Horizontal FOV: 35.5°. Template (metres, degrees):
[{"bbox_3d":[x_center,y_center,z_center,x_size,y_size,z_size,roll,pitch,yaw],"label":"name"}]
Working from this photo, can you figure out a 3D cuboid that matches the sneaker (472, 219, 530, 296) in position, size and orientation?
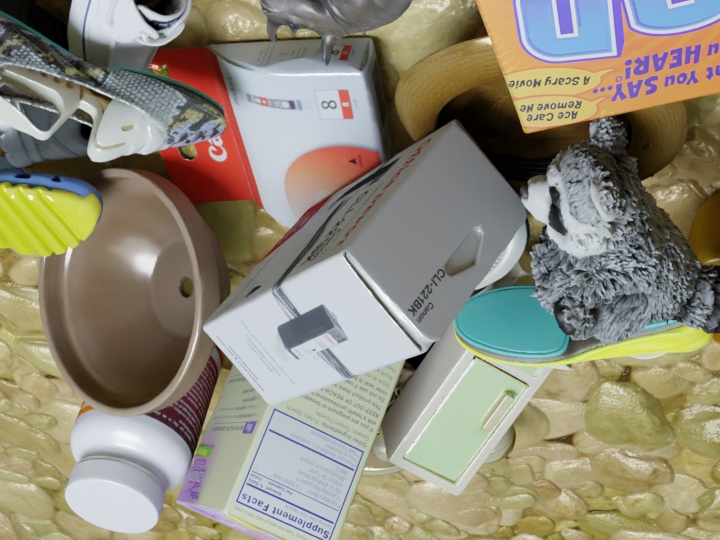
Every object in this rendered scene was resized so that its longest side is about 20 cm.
[{"bbox_3d":[0.087,-0.020,0.868,0.083,0.076,0.200,-14,174,-26],"label":"sneaker"}]

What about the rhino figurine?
[{"bbox_3d":[0.003,-0.196,0.731,0.087,0.061,0.199,28,141,-32],"label":"rhino figurine"}]

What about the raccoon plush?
[{"bbox_3d":[0.195,-0.032,0.720,0.197,0.098,0.135,-4,143,-14],"label":"raccoon plush"}]

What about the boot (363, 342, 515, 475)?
[{"bbox_3d":[0.038,0.122,1.059,0.197,0.074,0.157,-4,136,16],"label":"boot"}]

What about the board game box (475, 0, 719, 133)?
[{"bbox_3d":[0.153,-0.226,0.555,0.197,0.202,0.201,-9,134,23],"label":"board game box"}]

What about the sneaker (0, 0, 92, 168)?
[{"bbox_3d":[-0.238,-0.161,0.835,0.089,0.077,0.201,-2,144,3],"label":"sneaker"}]

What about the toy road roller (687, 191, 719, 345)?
[{"bbox_3d":[0.325,-0.011,0.809,0.145,0.124,0.200,33,137,-5],"label":"toy road roller"}]

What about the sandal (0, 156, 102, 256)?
[{"bbox_3d":[-0.302,-0.063,0.931,0.197,0.088,0.080,2,137,15],"label":"sandal"}]

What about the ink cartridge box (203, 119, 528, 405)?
[{"bbox_3d":[0.000,0.000,0.773,0.084,0.145,0.199,49,145,-12],"label":"ink cartridge box"}]

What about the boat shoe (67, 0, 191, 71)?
[{"bbox_3d":[-0.148,-0.185,0.759,0.065,0.073,0.201,46,143,19],"label":"boat shoe"}]

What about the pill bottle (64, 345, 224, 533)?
[{"bbox_3d":[-0.198,0.129,1.032,0.111,0.202,0.114,7,138,6],"label":"pill bottle"}]

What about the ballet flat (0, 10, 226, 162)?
[{"bbox_3d":[-0.191,-0.113,0.770,0.198,0.073,0.072,21,138,-17],"label":"ballet flat"}]

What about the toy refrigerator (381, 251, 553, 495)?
[{"bbox_3d":[0.102,0.085,0.942,0.075,0.070,0.201,28,108,-17],"label":"toy refrigerator"}]

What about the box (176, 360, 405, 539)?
[{"bbox_3d":[-0.057,0.123,0.948,0.096,0.202,0.176,27,163,-16],"label":"box"}]

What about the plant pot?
[{"bbox_3d":[-0.176,0.017,0.953,0.199,0.204,0.092,-23,167,34],"label":"plant pot"}]

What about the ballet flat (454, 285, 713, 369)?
[{"bbox_3d":[0.169,0.046,0.846,0.197,0.068,0.067,-8,147,27],"label":"ballet flat"}]

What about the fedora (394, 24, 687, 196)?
[{"bbox_3d":[0.120,-0.122,0.749,0.197,0.083,0.201,12,156,5],"label":"fedora"}]

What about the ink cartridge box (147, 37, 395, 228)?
[{"bbox_3d":[-0.074,-0.098,0.868,0.196,0.051,0.164,-2,136,12],"label":"ink cartridge box"}]
